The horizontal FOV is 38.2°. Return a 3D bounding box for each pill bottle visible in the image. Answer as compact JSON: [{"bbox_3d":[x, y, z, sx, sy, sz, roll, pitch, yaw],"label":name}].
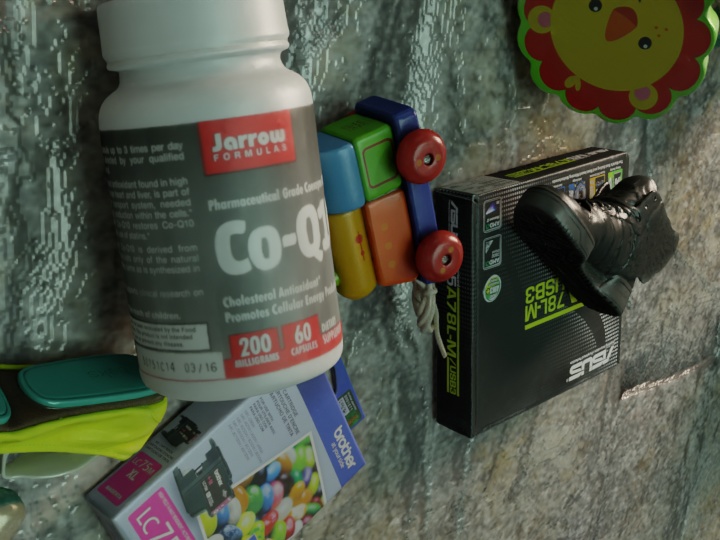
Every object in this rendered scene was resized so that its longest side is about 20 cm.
[{"bbox_3d":[-0.075,-0.043,0.551,0.113,0.113,0.202,-17,106,-40],"label":"pill bottle"}]

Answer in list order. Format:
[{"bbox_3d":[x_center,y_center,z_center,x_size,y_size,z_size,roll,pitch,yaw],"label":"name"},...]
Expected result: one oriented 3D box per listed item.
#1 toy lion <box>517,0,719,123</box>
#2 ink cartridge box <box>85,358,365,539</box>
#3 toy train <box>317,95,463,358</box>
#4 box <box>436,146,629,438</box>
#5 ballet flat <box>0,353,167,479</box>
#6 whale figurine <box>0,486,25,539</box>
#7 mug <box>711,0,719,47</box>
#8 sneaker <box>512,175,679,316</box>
[{"bbox_3d":[0.179,-0.210,0.737,0.200,0.192,0.069,42,40,-6],"label":"toy lion"},{"bbox_3d":[-0.069,0.125,0.678,0.200,0.042,0.120,-43,129,-29],"label":"ink cartridge box"},{"bbox_3d":[0.000,0.000,0.680,0.115,0.084,0.201,-26,121,-24],"label":"toy train"},{"bbox_3d":[0.141,0.012,0.841,0.199,0.047,0.195,-17,111,-39],"label":"box"},{"bbox_3d":[-0.188,0.077,0.531,0.199,0.067,0.067,8,116,-47],"label":"ballet flat"},{"bbox_3d":[-0.250,0.115,0.452,0.159,0.104,0.199,-38,160,30],"label":"whale figurine"},{"bbox_3d":[0.261,-0.257,0.797,0.115,0.152,0.185,-55,131,-14],"label":"mug"},{"bbox_3d":[0.188,-0.038,0.801,0.105,0.060,0.200,-59,138,-12],"label":"sneaker"}]
